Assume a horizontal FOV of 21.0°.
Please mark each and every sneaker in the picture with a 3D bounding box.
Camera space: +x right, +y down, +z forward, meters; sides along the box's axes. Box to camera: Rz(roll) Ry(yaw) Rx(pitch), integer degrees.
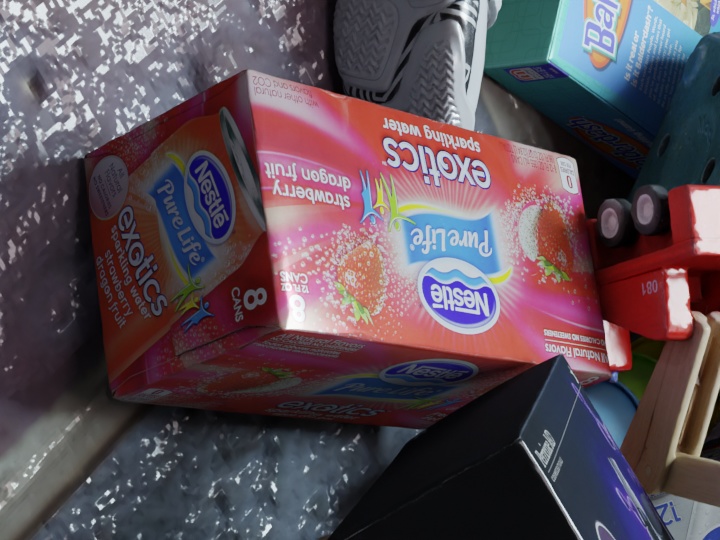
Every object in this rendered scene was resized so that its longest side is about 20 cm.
[{"bbox_3d":[0.051,-0.139,0.850,0.115,0.075,0.201,2,84,-45],"label":"sneaker"}]

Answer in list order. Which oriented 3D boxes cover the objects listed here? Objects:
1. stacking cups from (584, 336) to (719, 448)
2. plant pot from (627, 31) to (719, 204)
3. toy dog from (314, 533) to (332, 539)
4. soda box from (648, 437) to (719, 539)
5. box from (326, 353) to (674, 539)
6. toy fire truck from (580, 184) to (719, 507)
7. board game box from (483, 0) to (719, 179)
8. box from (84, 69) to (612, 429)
[{"bbox_3d":[0.099,0.072,0.883,0.200,0.060,0.061,-12,97,-56],"label":"stacking cups"},{"bbox_3d":[0.235,-0.017,0.901,0.200,0.196,0.196,22,99,-12],"label":"plant pot"},{"bbox_3d":[0.039,0.168,0.808,0.200,0.096,0.132,18,43,-29],"label":"toy dog"},{"bbox_3d":[0.171,0.115,0.896,0.200,0.068,0.064,1,69,-79],"label":"soda box"},{"bbox_3d":[0.066,0.116,0.653,0.141,0.079,0.200,56,10,1],"label":"box"},{"bbox_3d":[0.130,0.039,0.792,0.049,0.200,0.141,2,78,-28],"label":"toy fire truck"},{"bbox_3d":[0.148,-0.130,0.979,0.200,0.045,0.152,30,68,-43],"label":"board game box"},{"bbox_3d":[0.000,0.000,0.760,0.200,0.095,0.100,11,65,-47],"label":"box"}]
